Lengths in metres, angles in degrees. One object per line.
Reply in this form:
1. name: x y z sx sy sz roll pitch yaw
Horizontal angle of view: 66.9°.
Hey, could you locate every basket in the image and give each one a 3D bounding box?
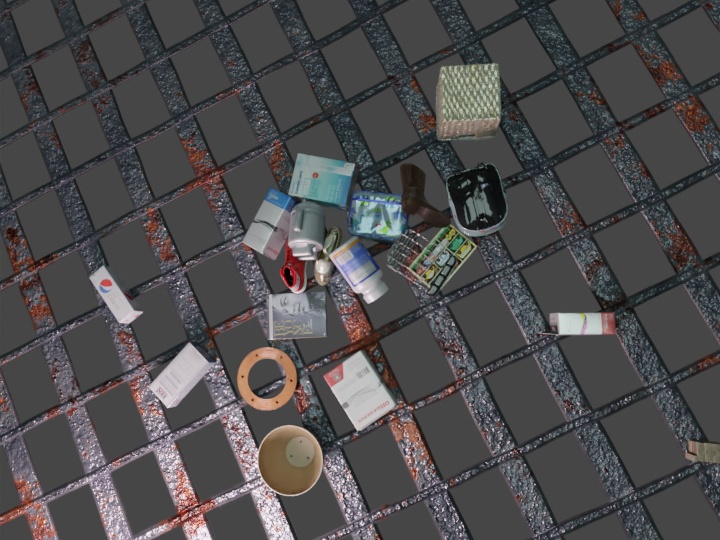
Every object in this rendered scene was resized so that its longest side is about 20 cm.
1. basket: 0.341 -0.530 1.734 0.197 0.161 0.201 -1 84 7

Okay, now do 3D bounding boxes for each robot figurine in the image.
1. robot figurine: -0.169 -0.133 1.735 0.112 0.170 0.201 -2 72 14

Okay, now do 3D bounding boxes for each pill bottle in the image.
1. pill bottle: 0.000 0.000 1.724 0.112 0.112 0.200 -35 94 2

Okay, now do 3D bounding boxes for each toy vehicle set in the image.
1. toy vehicle set: 0.262 -0.040 1.745 0.124 0.027 0.200 40 89 11

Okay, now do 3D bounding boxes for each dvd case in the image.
1. dvd case: -0.210 0.148 1.789 0.199 0.016 0.149 -4 82 7

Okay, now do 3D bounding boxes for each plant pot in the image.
1. plant pot: -0.201 0.568 1.672 0.199 0.134 0.201 -1 83 7

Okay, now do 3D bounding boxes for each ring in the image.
1. ring: -0.302 0.351 1.773 0.199 0.019 0.201 -1 82 8

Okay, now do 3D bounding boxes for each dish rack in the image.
1. dish rack: 0.187 -0.028 1.706 0.200 0.055 0.154 33 87 6

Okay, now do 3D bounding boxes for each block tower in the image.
1. block tower: 1.044 0.520 1.554 0.199 0.054 0.058 1 82 7

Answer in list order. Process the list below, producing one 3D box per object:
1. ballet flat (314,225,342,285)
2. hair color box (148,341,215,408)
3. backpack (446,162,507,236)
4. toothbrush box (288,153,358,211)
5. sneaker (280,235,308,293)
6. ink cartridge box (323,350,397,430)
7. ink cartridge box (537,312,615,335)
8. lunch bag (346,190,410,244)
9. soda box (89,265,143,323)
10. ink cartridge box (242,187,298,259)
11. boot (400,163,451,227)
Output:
1. ballet flat: -0.111 -0.053 1.772 0.068 0.075 0.201 17 85 11
2. hair color box: -0.585 0.342 1.791 0.099 0.061 0.200 42 89 11
3. backpack: 0.364 -0.207 1.691 0.177 0.151 0.201 -17 73 8
4. toothbrush box: -0.121 -0.291 1.801 0.199 0.085 0.147 13 85 10
5. sneaker: -0.214 -0.033 1.760 0.078 0.116 0.201 -10 78 6
6. ink cartridge box: 0.003 0.370 1.697 0.147 0.083 0.200 -34 79 3
7. ink cartridge box: 0.637 0.158 1.624 0.199 0.116 0.068 -1 83 7
8. lunch bag: 0.059 -0.175 1.765 0.199 0.082 0.162 9 81 8
9. soda box: -0.832 0.082 1.856 0.068 0.064 0.200 -38 79 1
10. ink cartridge box: -0.284 -0.148 1.772 0.084 0.145 0.201 26 86 11
11. boot: 0.208 -0.246 1.751 0.186 0.064 0.201 23 46 -25
